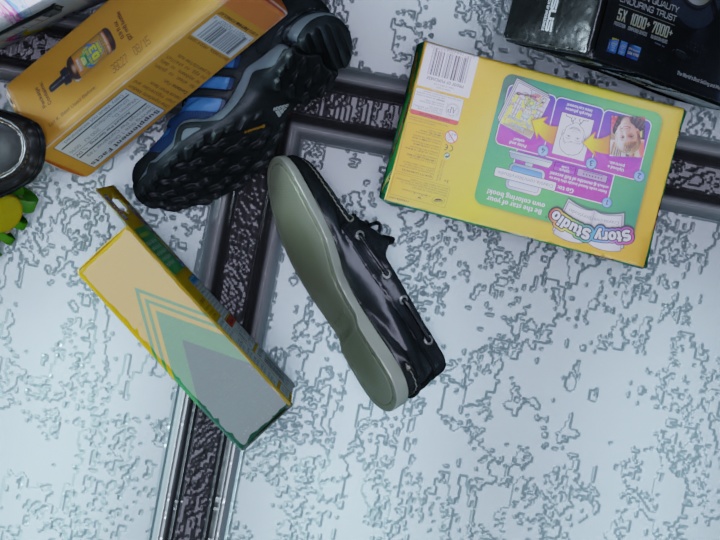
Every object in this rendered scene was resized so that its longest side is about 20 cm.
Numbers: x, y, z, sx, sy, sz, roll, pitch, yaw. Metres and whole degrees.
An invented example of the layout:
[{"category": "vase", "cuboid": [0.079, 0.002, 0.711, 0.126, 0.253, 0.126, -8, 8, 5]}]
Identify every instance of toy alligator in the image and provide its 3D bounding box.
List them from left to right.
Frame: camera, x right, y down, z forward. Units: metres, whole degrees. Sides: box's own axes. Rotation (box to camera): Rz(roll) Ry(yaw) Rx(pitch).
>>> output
[{"category": "toy alligator", "cuboid": [-0.291, -0.012, 1.550, 0.200, 0.059, 0.054, -50, 134, 2]}]

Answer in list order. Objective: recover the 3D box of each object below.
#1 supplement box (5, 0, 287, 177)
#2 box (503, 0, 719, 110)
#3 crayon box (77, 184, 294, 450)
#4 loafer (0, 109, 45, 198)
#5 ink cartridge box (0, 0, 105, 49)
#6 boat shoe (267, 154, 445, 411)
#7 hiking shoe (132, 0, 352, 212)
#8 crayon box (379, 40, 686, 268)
[{"category": "supplement box", "cuboid": [-0.152, -0.153, 1.505, 0.199, 0.069, 0.067, -35, 62, 15]}, {"category": "box", "cuboid": [0.213, -0.209, 1.481, 0.199, 0.086, 0.165, 14, 93, -42]}, {"category": "crayon box", "cuboid": [-0.131, 0.031, 1.518, 0.052, 0.126, 0.200, -41, 93, 2]}, {"category": "loafer", "cuboid": [-0.316, -0.083, 1.500, 0.198, 0.072, 0.073, -2, 84, 21]}, {"category": "ink cartridge box", "cuboid": [-0.259, -0.200, 1.491, 0.199, 0.148, 0.086, -24, 94, 1]}, {"category": "boat shoe", "cuboid": [0.001, -0.001, 1.550, 0.066, 0.075, 0.200, -25, 78, -25]}, {"category": "hiking shoe", "cuboid": [-0.091, -0.125, 1.545, 0.200, 0.074, 0.087, -41, 50, 13]}, {"category": "crayon box", "cuboid": [0.124, -0.083, 1.551, 0.198, 0.058, 0.120, 15, 93, -2]}]
